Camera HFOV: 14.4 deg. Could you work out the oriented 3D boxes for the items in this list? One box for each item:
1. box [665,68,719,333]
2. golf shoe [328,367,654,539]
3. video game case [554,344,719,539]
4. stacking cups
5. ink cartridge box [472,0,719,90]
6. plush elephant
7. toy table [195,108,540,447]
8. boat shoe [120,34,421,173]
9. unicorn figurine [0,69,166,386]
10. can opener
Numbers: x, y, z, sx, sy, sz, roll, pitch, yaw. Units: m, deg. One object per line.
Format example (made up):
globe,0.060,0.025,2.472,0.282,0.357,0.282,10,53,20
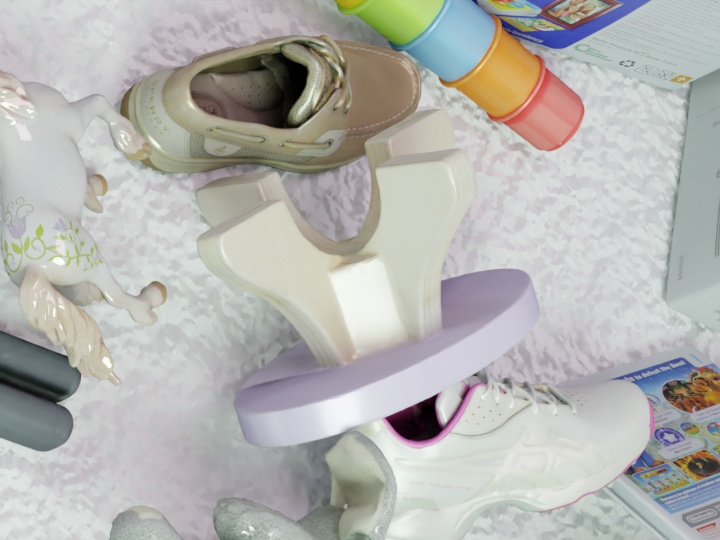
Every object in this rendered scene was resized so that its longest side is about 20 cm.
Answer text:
box,0.317,-0.057,1.716,0.171,0.199,0.201,27,58,-27
golf shoe,0.073,0.085,1.520,0.199,0.075,0.092,-19,119,-27
video game case,0.204,0.117,1.604,0.143,0.018,0.200,-14,43,-39
stacking cups,0.046,-0.133,1.634,0.200,0.060,0.061,39,53,-26
ink cartridge box,0.173,-0.174,1.652,0.197,0.200,0.047,16,64,-32
plush elephant,-0.039,0.168,1.404,0.199,0.155,0.165,3,112,-3
toy table,0.000,0.000,1.486,0.200,0.183,0.118,-37,113,-54
boat shoe,-0.035,-0.094,1.551,0.200,0.065,0.072,-8,78,-41
unicorn figurine,-0.161,-0.049,1.424,0.137,0.074,0.200,28,30,-53
can opener,-0.215,0.031,1.364,0.200,0.067,0.054,23,60,-29
